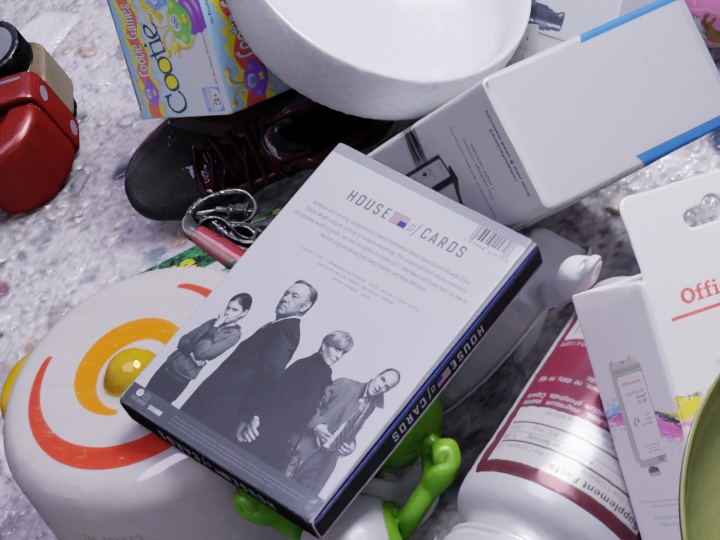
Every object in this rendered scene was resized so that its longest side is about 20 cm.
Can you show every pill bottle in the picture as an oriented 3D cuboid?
[{"bbox_3d":[0.124,0.112,1.284,0.114,0.114,0.200,15,59,38],"label":"pill bottle"}]

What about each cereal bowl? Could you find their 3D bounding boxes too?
[{"bbox_3d":[0.002,-0.169,1.488,0.200,0.083,0.200,13,49,-16],"label":"cereal bowl"}]

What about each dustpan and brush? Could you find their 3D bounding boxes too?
[{"bbox_3d":[0.097,0.018,1.368,0.057,0.200,0.140,37,69,9],"label":"dustpan and brush"}]

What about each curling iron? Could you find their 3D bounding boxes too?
[{"bbox_3d":[-0.030,0.010,1.411,0.200,0.026,0.050,36,57,29],"label":"curling iron"}]

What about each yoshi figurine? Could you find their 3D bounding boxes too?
[{"bbox_3d":[-0.001,0.123,1.311,0.112,0.112,0.200,-48,11,36],"label":"yoshi figurine"}]

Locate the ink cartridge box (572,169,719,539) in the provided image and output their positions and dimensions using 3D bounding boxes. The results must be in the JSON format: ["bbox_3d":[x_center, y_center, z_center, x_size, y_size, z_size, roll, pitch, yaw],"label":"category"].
[{"bbox_3d":[0.186,0.051,1.224,0.116,0.200,0.067,-16,0,-30],"label":"ink cartridge box"}]

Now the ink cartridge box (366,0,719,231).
[{"bbox_3d":[0.100,-0.074,1.397,0.146,0.084,0.200,-26,-1,-26],"label":"ink cartridge box"}]

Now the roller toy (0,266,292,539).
[{"bbox_3d":[-0.111,0.094,1.409,0.182,0.140,0.200,-29,42,1],"label":"roller toy"}]

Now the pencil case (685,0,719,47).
[{"bbox_3d":[0.240,-0.187,1.527,0.200,0.083,0.087,5,28,33],"label":"pencil case"}]

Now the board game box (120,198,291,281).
[{"bbox_3d":[-0.056,0.003,1.552,0.200,0.023,0.105,-25,45,4],"label":"board game box"}]

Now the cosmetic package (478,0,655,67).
[{"bbox_3d":[0.127,-0.195,1.527,0.151,0.200,0.052,24,21,40],"label":"cosmetic package"}]

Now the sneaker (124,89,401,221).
[{"bbox_3d":[-0.071,-0.084,1.569,0.200,0.076,0.116,-23,6,8],"label":"sneaker"}]

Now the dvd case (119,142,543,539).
[{"bbox_3d":[-0.016,0.033,1.314,0.150,0.025,0.200,29,70,33],"label":"dvd case"}]

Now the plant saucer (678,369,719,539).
[{"bbox_3d":[0.233,0.119,1.182,0.200,0.200,0.031,-53,17,-23],"label":"plant saucer"}]

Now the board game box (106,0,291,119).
[{"bbox_3d":[-0.054,-0.181,1.592,0.200,0.105,0.103,-27,18,-36],"label":"board game box"}]

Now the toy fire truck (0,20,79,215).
[{"bbox_3d":[-0.298,-0.065,1.689,0.176,0.129,0.200,-15,56,15],"label":"toy fire truck"}]

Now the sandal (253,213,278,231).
[{"bbox_3d":[0.000,0.001,1.441,0.043,0.076,0.200,-31,22,-30],"label":"sandal"}]
